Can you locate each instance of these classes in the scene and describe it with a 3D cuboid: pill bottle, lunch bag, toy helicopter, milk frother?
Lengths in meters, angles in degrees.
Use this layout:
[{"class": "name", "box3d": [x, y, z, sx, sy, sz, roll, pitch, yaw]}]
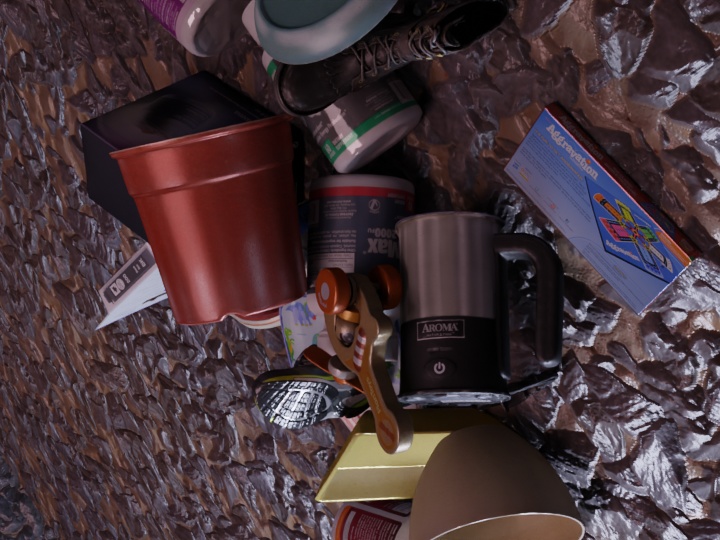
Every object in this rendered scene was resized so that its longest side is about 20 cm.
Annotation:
[{"class": "pill bottle", "box3d": [-0.033, -0.214, 1.270, 0.200, 0.113, 0.113, 55, 146, 5]}, {"class": "lunch bag", "box3d": [-0.001, 0.083, 1.463, 0.200, 0.082, 0.161, -3, 108, 40]}, {"class": "pill bottle", "box3d": [-0.220, -0.353, 1.401, 0.200, 0.112, 0.112, 46, 145, 19]}, {"class": "pill bottle", "box3d": [0.061, 0.372, 1.614, 0.200, 0.113, 0.113, 4, 119, 52]}, {"class": "pill bottle", "box3d": [0.000, 0.000, 1.322, 0.120, 0.119, 0.200, -5, 82, 54]}, {"class": "toy helicopter", "box3d": [0.003, 0.098, 1.203, 0.132, 0.079, 0.200, -55, 48, 47]}, {"class": "milk frother", "box3d": [0.126, 0.052, 1.272, 0.200, 0.180, 0.188, 84, -174, -77]}]

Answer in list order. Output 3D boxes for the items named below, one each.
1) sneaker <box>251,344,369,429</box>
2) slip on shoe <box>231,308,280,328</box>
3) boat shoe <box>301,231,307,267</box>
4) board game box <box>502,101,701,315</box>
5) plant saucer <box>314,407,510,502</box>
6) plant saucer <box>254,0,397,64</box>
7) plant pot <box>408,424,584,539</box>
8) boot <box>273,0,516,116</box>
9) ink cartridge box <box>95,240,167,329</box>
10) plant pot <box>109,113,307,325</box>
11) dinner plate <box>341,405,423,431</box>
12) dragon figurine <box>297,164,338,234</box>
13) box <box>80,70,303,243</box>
[{"class": "sneaker", "box3d": [-0.058, 0.127, 1.349, 0.081, 0.200, 0.074, 45, 112, 30]}, {"class": "slip on shoe", "box3d": [-0.149, 0.035, 1.659, 0.200, 0.074, 0.061, 20, 128, 50]}, {"class": "boat shoe", "box3d": [-0.060, -0.029, 1.489, 0.201, 0.070, 0.072, -7, 99, 48]}, {"class": "board game box", "box3d": [0.228, -0.059, 1.142, 0.200, 0.019, 0.103, 49, 147, 13]}, {"class": "plant saucer", "box3d": [0.058, 0.223, 1.467, 0.200, 0.200, 0.049, 117, 149, -52]}, {"class": "plant saucer", "box3d": [-0.030, -0.291, 1.149, 0.200, 0.200, 0.027, 18, 166, 44]}, {"class": "plant pot", "box3d": [0.145, 0.258, 1.376, 0.200, 0.200, 0.135, 117, 149, -52]}, {"class": "boot", "box3d": [0.029, -0.212, 1.127, 0.174, 0.200, 0.069, 6, 125, 59]}, {"class": "ink cartridge box", "box3d": [-0.249, -0.009, 1.596, 0.200, 0.198, 0.043, -39, 82, 43]}, {"class": "plant pot", "box3d": [-0.148, -0.053, 1.276, 0.201, 0.201, 0.196, -2, 103, 53]}, {"class": "dinner plate", "box3d": [0.021, 0.166, 1.582, 0.200, 0.024, 0.200, 33, 140, 34]}, {"class": "dragon figurine", "box3d": [-0.099, -0.054, 1.425, 0.200, 0.099, 0.059, -54, 49, 21]}, {"class": "box", "box3d": [-0.209, -0.132, 1.485, 0.200, 0.198, 0.123, 34, 140, 31]}]
